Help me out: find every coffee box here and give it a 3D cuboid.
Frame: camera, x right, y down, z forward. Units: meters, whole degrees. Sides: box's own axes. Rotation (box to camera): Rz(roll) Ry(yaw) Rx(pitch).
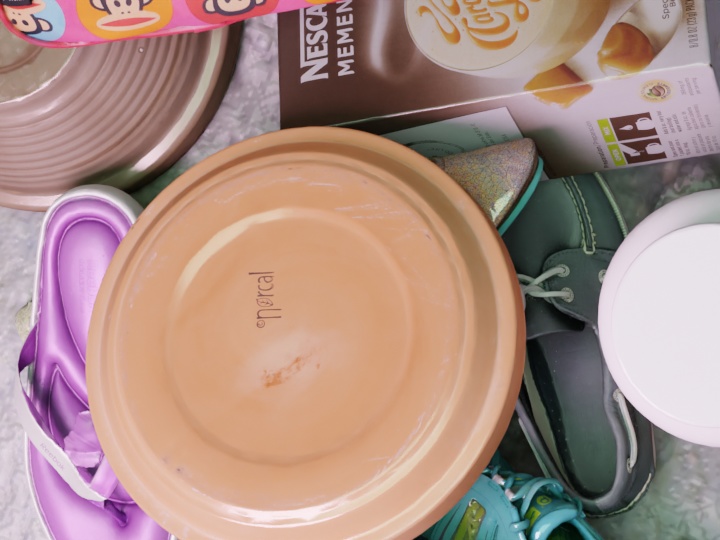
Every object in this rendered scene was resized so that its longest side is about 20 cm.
[{"bbox_3d":[0.067,-0.106,1.336,0.200,0.080,0.114,-10,61,13],"label":"coffee box"}]

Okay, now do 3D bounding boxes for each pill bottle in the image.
[{"bbox_3d":[0.167,0.018,1.273,0.113,0.200,0.113,0,92,14],"label":"pill bottle"}]

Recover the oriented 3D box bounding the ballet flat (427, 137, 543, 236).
[{"bbox_3d":[0.000,0.000,1.319,0.067,0.068,0.200,33,118,-17],"label":"ballet flat"}]

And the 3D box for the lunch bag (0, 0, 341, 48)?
[{"bbox_3d":[-0.080,-0.192,1.264,0.200,0.082,0.176,-10,134,3],"label":"lunch bag"}]

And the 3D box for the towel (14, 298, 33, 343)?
[{"bbox_3d":[-0.062,0.033,1.414,0.200,0.036,0.148,-33,85,13],"label":"towel"}]

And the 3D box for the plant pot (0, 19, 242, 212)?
[{"bbox_3d":[-0.165,-0.129,1.405,0.201,0.093,0.201,0,91,14],"label":"plant pot"}]

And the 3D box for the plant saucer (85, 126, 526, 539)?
[{"bbox_3d":[-0.028,0.032,1.260,0.200,0.032,0.200,-5,73,16],"label":"plant saucer"}]

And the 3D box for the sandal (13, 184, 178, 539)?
[{"bbox_3d":[-0.134,0.061,1.392,0.082,0.050,0.203,-4,95,19],"label":"sandal"}]

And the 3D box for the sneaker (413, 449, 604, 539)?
[{"bbox_3d":[0.071,0.115,1.336,0.200,0.078,0.080,44,144,15],"label":"sneaker"}]

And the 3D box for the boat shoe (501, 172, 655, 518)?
[{"bbox_3d":[0.095,0.020,1.362,0.073,0.062,0.200,-14,89,14],"label":"boat shoe"}]
